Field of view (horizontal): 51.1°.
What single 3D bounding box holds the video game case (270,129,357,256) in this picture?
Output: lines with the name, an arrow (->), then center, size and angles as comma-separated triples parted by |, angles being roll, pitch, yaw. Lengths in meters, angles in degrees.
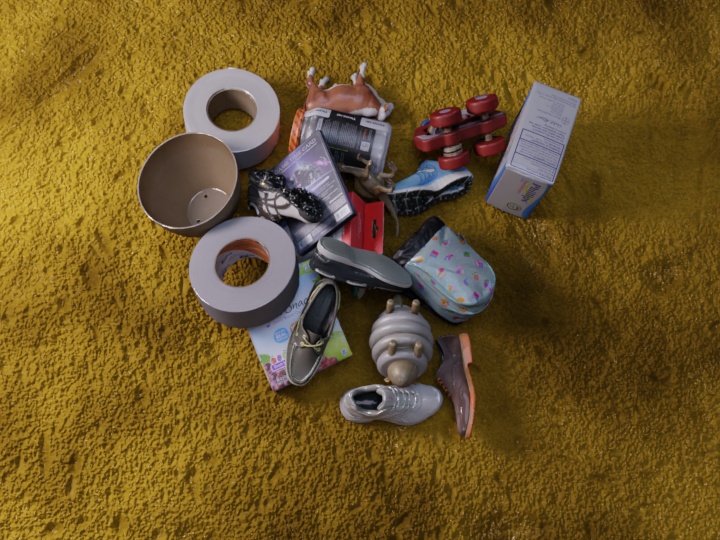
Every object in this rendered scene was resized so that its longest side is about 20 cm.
video game case -> -0.095, -0.150, 1.447 | 0.142, 0.019, 0.203 | -35, 61, 24

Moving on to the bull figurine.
bull figurine -> -0.026, -0.373, 1.604 | 0.195, 0.065, 0.124 | -4, 70, -7

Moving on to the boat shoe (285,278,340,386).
boat shoe -> -0.087, 0.112, 1.374 | 0.071, 0.060, 0.205 | 19, 85, -7

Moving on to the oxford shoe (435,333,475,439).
oxford shoe -> 0.179, 0.221, 1.438 | 0.071, 0.072, 0.204 | -2, 63, -1

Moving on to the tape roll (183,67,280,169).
tape roll -> -0.264, -0.314, 1.556 | 0.198, 0.071, 0.207 | 2, 67, -6

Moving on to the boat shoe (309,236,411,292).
boat shoe -> 0.000, 0.000, 1.398 | 0.197, 0.061, 0.076 | 24, 31, -14

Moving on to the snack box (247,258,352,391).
snack box -> -0.130, 0.104, 1.439 | 0.166, 0.068, 0.203 | -23, 83, -10

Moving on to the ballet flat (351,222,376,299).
ballet flat -> 0.008, -0.044, 1.507 | 0.061, 0.068, 0.204 | -1, 73, -14

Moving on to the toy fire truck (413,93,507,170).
toy fire truck -> 0.198, -0.292, 1.552 | 0.197, 0.168, 0.114 | -20, 112, -10

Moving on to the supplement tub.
supplement tub -> -0.041, -0.260, 1.538 | 0.196, 0.123, 0.125 | 14, 73, 0

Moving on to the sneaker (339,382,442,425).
sneaker -> 0.061, 0.247, 1.402 | 0.195, 0.100, 0.080 | -5, 73, -5

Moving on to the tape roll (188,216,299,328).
tape roll -> -0.212, 0.002, 1.388 | 0.196, 0.067, 0.204 | -2, 59, 2

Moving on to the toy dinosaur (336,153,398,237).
toy dinosaur -> 0.034, -0.167, 1.493 | 0.199, 0.101, 0.059 | 42, 50, -11

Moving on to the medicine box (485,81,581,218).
medicine box -> 0.345, -0.238, 1.523 | 0.101, 0.183, 0.203 | 22, 73, 3

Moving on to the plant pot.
plant pot -> -0.316, -0.147, 1.472 | 0.196, 0.135, 0.204 | -3, 68, 7

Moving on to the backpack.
backpack -> 0.165, 0.009, 1.468 | 0.200, 0.127, 0.167 | 44, 72, 6

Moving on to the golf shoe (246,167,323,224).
golf shoe -> -0.145, -0.118, 1.430 | 0.199, 0.077, 0.096 | 35, 114, 39

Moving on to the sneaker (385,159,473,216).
sneaker -> 0.130, -0.180, 1.562 | 0.196, 0.079, 0.091 | -17, 56, -12

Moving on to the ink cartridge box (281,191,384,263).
ink cartridge box -> -0.056, -0.082, 1.470 | 0.196, 0.067, 0.119 | -6, 71, 23

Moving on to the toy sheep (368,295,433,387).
toy sheep -> 0.077, 0.129, 1.422 | 0.135, 0.139, 0.203 | 6, 52, -2
